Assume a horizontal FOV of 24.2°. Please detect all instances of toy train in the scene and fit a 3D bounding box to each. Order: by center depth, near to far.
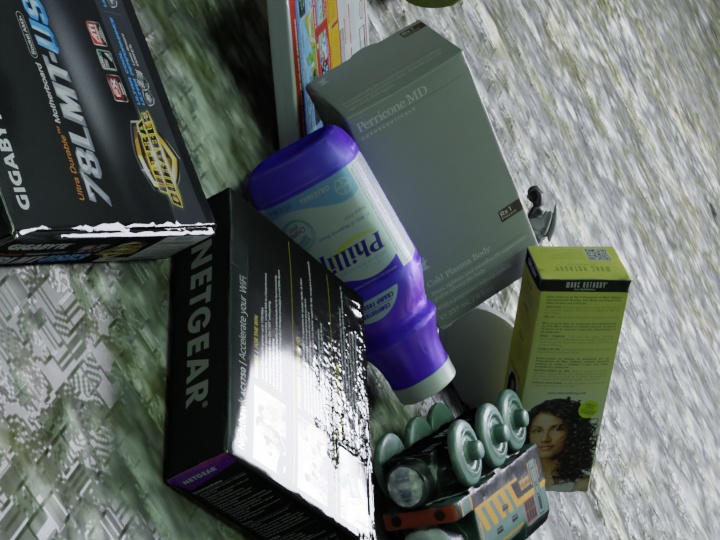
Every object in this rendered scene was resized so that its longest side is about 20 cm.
[{"bbox_3d":[0.076,0.156,1.209,0.200,0.085,0.115,-19,95,-65],"label":"toy train"}]

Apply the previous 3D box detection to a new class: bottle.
[{"bbox_3d":[0.000,0.000,1.185,0.201,0.083,0.065,61,14,-13],"label":"bottle"}]

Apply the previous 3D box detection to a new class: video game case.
[{"bbox_3d":[-0.029,-0.186,1.291,0.200,0.017,0.144,-58,148,-60],"label":"video game case"}]

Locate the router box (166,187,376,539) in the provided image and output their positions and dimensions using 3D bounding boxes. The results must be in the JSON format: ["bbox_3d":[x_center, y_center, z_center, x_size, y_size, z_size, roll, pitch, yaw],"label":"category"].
[{"bbox_3d":[-0.054,0.068,1.051,0.149,0.051,0.201,41,34,-40],"label":"router box"}]

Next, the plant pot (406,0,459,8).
[{"bbox_3d":[0.053,-0.345,1.514,0.190,0.198,0.201,57,23,-48],"label":"plant pot"}]

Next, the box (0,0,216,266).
[{"bbox_3d":[-0.181,-0.103,0.957,0.198,0.049,0.202,-1,68,-65],"label":"box"}]

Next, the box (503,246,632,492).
[{"bbox_3d":[0.153,0.079,1.301,0.050,0.074,0.202,-106,-162,-58],"label":"box"}]

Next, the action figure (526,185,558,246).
[{"bbox_3d":[0.097,-0.051,1.394,0.200,0.129,0.070,37,61,-38],"label":"action figure"}]

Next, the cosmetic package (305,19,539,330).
[{"bbox_3d":[0.050,-0.072,1.257,0.090,0.106,0.201,47,-13,54],"label":"cosmetic package"}]

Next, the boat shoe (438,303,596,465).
[{"bbox_3d":[0.123,0.094,1.386,0.200,0.071,0.070,47,3,-28],"label":"boat shoe"}]
